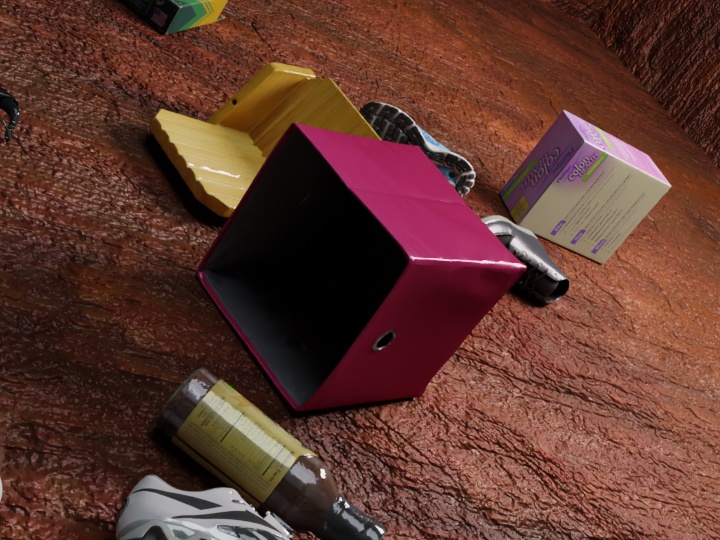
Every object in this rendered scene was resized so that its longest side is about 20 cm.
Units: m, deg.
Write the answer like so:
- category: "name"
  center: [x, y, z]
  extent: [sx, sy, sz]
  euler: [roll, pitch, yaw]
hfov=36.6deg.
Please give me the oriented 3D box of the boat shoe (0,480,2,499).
- category: "boat shoe"
  center: [-0.312, 0.091, 0.687]
  extent: [0.199, 0.072, 0.069]
  euler: [25, 27, -4]

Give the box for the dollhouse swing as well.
- category: "dollhouse swing"
  center: [-0.104, -0.154, 1.245]
  extent: [0.200, 0.182, 0.176]
  euler: [54, 10, 30]

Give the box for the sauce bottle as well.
- category: "sauce bottle"
  center: [-0.070, 0.161, 0.870]
  extent: [0.200, 0.065, 0.065]
  euler: [39, 26, 1]

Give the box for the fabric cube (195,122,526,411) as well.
- category: "fabric cube"
  center: [0.000, 0.000, 1.073]
  extent: [0.199, 0.197, 0.200]
  euler: [3, 40, -52]

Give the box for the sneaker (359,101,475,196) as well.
- category: "sneaker"
  center: [0.076, -0.178, 1.631]
  extent: [0.200, 0.079, 0.090]
  euler: [36, 7, -9]

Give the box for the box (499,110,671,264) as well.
- category: "box"
  center: [0.362, -0.131, 1.766]
  extent: [0.199, 0.176, 0.097]
  euler: [20, 30, -30]

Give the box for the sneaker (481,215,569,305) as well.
- category: "sneaker"
  center: [0.215, -0.012, 1.497]
  extent: [0.199, 0.075, 0.106]
  euler: [4, 39, -51]

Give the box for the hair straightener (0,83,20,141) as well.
- category: "hair straightener"
  center: [-0.410, -0.200, 1.081]
  extent: [0.200, 0.041, 0.077]
  euler: [50, 28, 15]

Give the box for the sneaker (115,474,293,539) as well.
- category: "sneaker"
  center: [-0.078, 0.200, 0.780]
  extent: [0.199, 0.074, 0.089]
  euler: [28, 29, -18]

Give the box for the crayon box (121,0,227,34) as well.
- category: "crayon box"
  center: [-0.274, -0.409, 1.574]
  extent: [0.127, 0.051, 0.200]
  euler: [38, 25, 2]
